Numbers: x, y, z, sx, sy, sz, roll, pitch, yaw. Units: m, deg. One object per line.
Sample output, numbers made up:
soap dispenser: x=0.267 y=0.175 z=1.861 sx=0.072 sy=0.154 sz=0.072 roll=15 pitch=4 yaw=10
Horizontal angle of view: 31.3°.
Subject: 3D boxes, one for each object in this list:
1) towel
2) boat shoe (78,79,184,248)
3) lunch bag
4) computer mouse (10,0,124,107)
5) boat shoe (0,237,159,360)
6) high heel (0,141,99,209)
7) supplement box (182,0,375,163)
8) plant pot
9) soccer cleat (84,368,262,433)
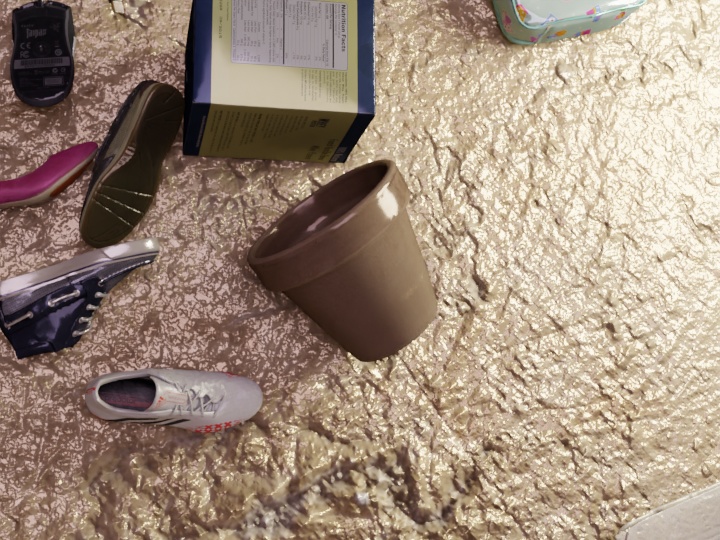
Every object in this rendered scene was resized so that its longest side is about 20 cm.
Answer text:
towel: x=0.403 y=0.338 z=1.534 sx=0.197 sy=0.034 sz=0.134 roll=-18 pitch=85 yaw=-16
boat shoe: x=-0.267 y=-0.123 z=1.468 sx=0.071 sy=0.066 sz=0.203 roll=24 pitch=94 yaw=-39
lunch bag: x=0.258 y=-0.379 z=1.620 sx=0.197 sy=0.077 sz=0.163 roll=-15 pitch=81 yaw=-14
computer mouse: x=-0.340 y=-0.277 z=1.493 sx=0.138 sy=0.046 sz=0.203 roll=-9 pitch=70 yaw=-9
boat shoe: x=-0.309 y=0.033 z=1.430 sx=0.197 sy=0.075 sz=0.094 roll=-18 pitch=91 yaw=-8
high heel: x=-0.394 y=-0.108 z=1.440 sx=0.199 sy=0.067 sz=0.096 roll=-37 pitch=90 yaw=-6
supplement box: x=-0.096 y=-0.216 z=1.449 sx=0.197 sy=0.200 sz=0.137 roll=2 pitch=79 yaw=-10
plant pot: x=0.000 y=0.000 z=1.449 sx=0.200 sy=0.200 sz=0.176 roll=-39 pitch=106 yaw=-16
soccer cleat: x=-0.204 y=0.141 z=1.417 sx=0.197 sy=0.085 sz=0.070 roll=4 pitch=78 yaw=-11
